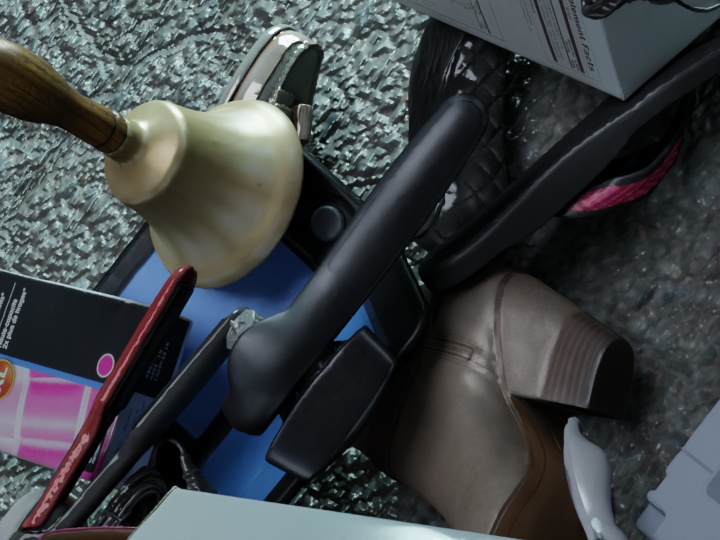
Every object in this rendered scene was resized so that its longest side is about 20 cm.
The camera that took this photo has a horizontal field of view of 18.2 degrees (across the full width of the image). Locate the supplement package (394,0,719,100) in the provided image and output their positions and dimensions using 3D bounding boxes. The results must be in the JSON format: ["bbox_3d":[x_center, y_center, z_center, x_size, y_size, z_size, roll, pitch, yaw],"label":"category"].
[{"bbox_3d":[0.096,-0.213,1.135,0.152,0.151,0.200,-40,43,-20],"label":"supplement package"}]

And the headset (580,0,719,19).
[{"bbox_3d":[0.180,-0.180,1.033,0.094,0.124,0.200,-10,30,48],"label":"headset"}]

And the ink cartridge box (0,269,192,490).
[{"bbox_3d":[-0.178,0.052,1.207,0.199,0.037,0.095,11,81,45],"label":"ink cartridge box"}]

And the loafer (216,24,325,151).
[{"bbox_3d":[-0.059,-0.036,1.251,0.063,0.072,0.201,23,87,27],"label":"loafer"}]

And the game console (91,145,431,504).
[{"bbox_3d":[-0.072,0.041,1.155,0.176,0.116,0.200,42,101,12],"label":"game console"}]

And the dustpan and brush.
[{"bbox_3d":[0.120,0.143,0.963,0.057,0.140,0.201,-13,50,15],"label":"dustpan and brush"}]

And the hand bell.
[{"bbox_3d":[-0.129,-0.070,1.101,0.104,0.200,0.105,-16,63,34],"label":"hand bell"}]

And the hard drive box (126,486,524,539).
[{"bbox_3d":[0.001,0.186,0.949,0.199,0.157,0.077,6,34,28],"label":"hard drive box"}]

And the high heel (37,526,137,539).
[{"bbox_3d":[-0.053,0.143,1.038,0.199,0.096,0.068,-18,39,24],"label":"high heel"}]

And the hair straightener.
[{"bbox_3d":[-0.110,0.100,1.101,0.077,0.041,0.200,33,86,10],"label":"hair straightener"}]

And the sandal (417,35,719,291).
[{"bbox_3d":[0.117,-0.047,1.117,0.200,0.045,0.075,-40,7,0],"label":"sandal"}]

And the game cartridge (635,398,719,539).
[{"bbox_3d":[0.225,0.071,0.986,0.200,0.040,0.133,-52,43,2],"label":"game cartridge"}]

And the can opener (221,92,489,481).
[{"bbox_3d":[0.000,0.000,1.070,0.201,0.078,0.063,-58,8,1],"label":"can opener"}]

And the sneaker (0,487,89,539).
[{"bbox_3d":[-0.215,0.209,1.221,0.084,0.073,0.201,3,66,43],"label":"sneaker"}]

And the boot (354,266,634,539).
[{"bbox_3d":[0.051,0.094,1.093,0.146,0.070,0.201,9,71,47],"label":"boot"}]

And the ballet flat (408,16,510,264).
[{"bbox_3d":[0.060,-0.091,1.205,0.066,0.057,0.201,-32,40,51],"label":"ballet flat"}]
